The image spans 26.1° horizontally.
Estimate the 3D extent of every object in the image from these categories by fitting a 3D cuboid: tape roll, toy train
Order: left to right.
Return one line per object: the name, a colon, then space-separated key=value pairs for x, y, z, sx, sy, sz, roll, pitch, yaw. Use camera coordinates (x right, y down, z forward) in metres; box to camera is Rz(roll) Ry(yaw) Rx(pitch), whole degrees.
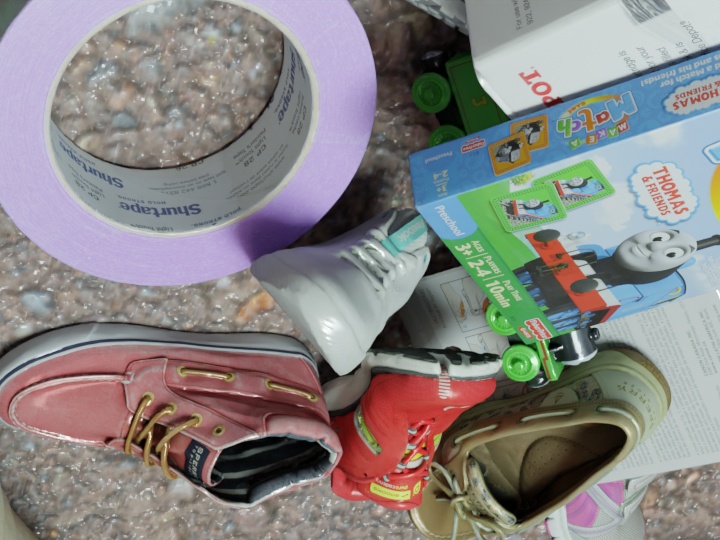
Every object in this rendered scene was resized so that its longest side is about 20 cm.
tape roll: x=-0.095 y=-0.091 z=0.789 sx=0.199 sy=0.066 sz=0.201 roll=-10 pitch=128 yaw=-13
toy train: x=0.083 y=-0.030 z=0.861 sx=0.056 sy=0.042 sz=0.201 roll=-15 pitch=104 yaw=22

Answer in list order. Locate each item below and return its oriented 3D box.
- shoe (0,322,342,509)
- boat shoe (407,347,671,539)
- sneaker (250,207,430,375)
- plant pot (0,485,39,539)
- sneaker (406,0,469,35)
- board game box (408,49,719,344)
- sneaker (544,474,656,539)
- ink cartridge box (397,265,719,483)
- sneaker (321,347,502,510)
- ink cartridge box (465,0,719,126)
shoe: x=-0.111 y=0.085 z=0.895 sx=0.199 sy=0.091 sz=0.072 roll=0 pitch=125 yaw=-20
boat shoe: x=0.092 y=0.113 z=0.913 sx=0.073 sy=0.063 sz=0.200 roll=47 pitch=127 yaw=-3
sneaker: x=0.000 y=0.000 z=0.835 sx=0.088 sy=0.200 sz=0.075 roll=-39 pitch=89 yaw=4
plant pot: x=-0.244 y=0.206 z=0.890 sx=0.200 sy=0.201 sz=0.184 roll=-30 pitch=141 yaw=4
sneaker: x=0.033 y=-0.176 z=0.773 sx=0.200 sy=0.076 sz=0.081 roll=31 pitch=90 yaw=-40
board game box: x=0.145 y=-0.036 z=0.754 sx=0.199 sy=0.037 sz=0.151 roll=-18 pitch=144 yaw=19
sneaker: x=0.161 y=0.124 z=1.010 sx=0.088 sy=0.082 sz=0.200 roll=-5 pitch=135 yaw=24
ink cartridge box: x=0.137 y=0.046 z=0.922 sx=0.199 sy=0.050 sz=0.161 roll=-16 pitch=107 yaw=35
sneaker: x=0.029 y=0.094 z=0.898 sx=0.077 sy=0.085 sz=0.200 roll=4 pitch=163 yaw=-16
ink cartridge box: x=0.165 y=-0.126 z=0.729 sx=0.199 sy=0.084 sz=0.145 roll=-22 pitch=143 yaw=24
